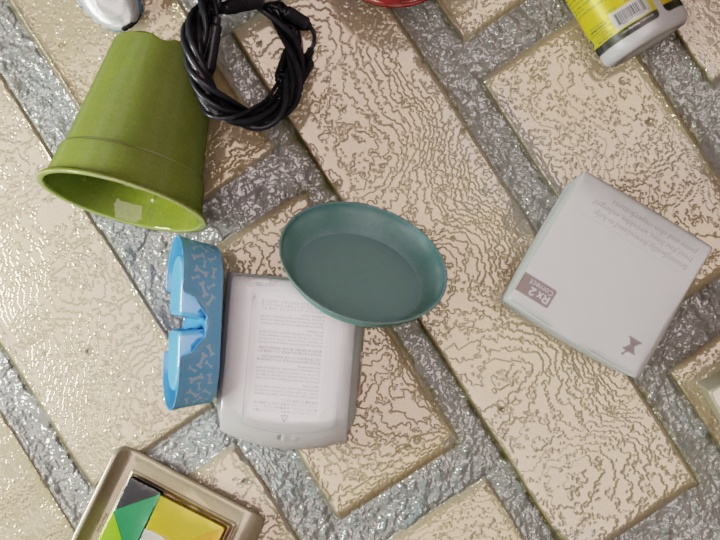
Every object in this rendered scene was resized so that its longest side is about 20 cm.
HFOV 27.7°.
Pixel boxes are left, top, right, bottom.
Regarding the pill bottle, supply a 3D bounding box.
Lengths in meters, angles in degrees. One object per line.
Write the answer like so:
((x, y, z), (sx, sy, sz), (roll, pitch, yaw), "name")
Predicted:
((0.282, -0.346, 1.681), (0.112, 0.112, 0.201), (-30, 88, 1), "pill bottle")

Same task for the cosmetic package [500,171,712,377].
((0.268, 0.006, 1.631), (0.164, 0.200, 0.165), (31, 90, 2), "cosmetic package")

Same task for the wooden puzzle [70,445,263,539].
((-0.239, 0.332, 1.726), (0.199, 0.037, 0.186), (26, 90, 2), "wooden puzzle")

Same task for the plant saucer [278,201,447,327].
((0.000, 0.000, 1.674), (0.199, 0.200, 0.036), (22, 132, 2), "plant saucer")

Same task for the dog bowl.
((-0.194, 0.061, 1.689), (0.049, 0.111, 0.201), (2, 89, -17), "dog bowl")

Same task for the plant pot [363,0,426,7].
((0.040, -0.395, 1.657), (0.199, 0.182, 0.202), (0, 88, 2), "plant pot")

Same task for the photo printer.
((-0.082, 0.107, 1.707), (0.165, 0.069, 0.201), (4, 89, 0), "photo printer")

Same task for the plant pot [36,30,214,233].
((-0.248, -0.165, 1.676), (0.199, 0.200, 0.191), (14, 78, 3), "plant pot")

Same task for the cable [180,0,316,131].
((-0.131, -0.251, 1.668), (0.163, 0.051, 0.200), (44, 52, -23), "cable")

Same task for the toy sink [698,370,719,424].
((0.508, 0.142, 1.663), (0.199, 0.112, 0.131), (-30, 88, 6), "toy sink")

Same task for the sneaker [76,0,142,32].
((-0.327, -0.373, 1.720), (0.075, 0.087, 0.201), (-31, 89, 0), "sneaker")
